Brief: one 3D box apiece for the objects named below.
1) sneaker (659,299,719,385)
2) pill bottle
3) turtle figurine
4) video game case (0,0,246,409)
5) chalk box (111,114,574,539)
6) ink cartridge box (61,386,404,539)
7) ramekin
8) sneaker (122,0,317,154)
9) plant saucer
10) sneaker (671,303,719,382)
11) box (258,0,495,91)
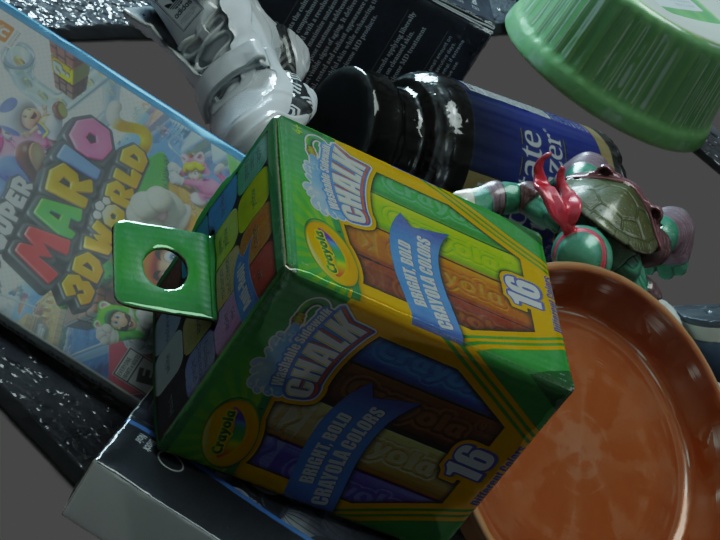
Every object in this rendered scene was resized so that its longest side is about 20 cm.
[{"bbox_3d":[0.154,0.074,1.439,0.099,0.078,0.200,15,21,-19],"label":"sneaker"},{"bbox_3d":[0.062,-0.061,1.520,0.199,0.112,0.112,16,28,-34],"label":"pill bottle"},{"bbox_3d":[0.131,-0.011,1.387,0.150,0.101,0.200,51,25,2],"label":"turtle figurine"},{"bbox_3d":[-0.147,-0.035,1.207,0.199,0.018,0.143,32,68,0],"label":"video game case"},{"bbox_3d":[-0.021,0.022,1.125,0.199,0.124,0.125,23,33,-23],"label":"chalk box"},{"bbox_3d":[-0.033,0.134,1.113,0.200,0.039,0.099,33,22,0],"label":"ink cartridge box"},{"bbox_3d":[0.229,-0.197,2.011,0.199,0.098,0.200,27,24,-13],"label":"ramekin"},{"bbox_3d":[-0.090,-0.130,1.480,0.115,0.075,0.200,44,16,-17],"label":"sneaker"},{"bbox_3d":[0.119,0.095,1.276,0.200,0.032,0.201,14,66,-33],"label":"plant saucer"},{"bbox_3d":[0.231,0.063,1.568,0.070,0.083,0.200,-1,2,10],"label":"sneaker"},{"bbox_3d":[-0.026,-0.201,1.667,0.196,0.124,0.200,27,24,-15],"label":"box"}]
